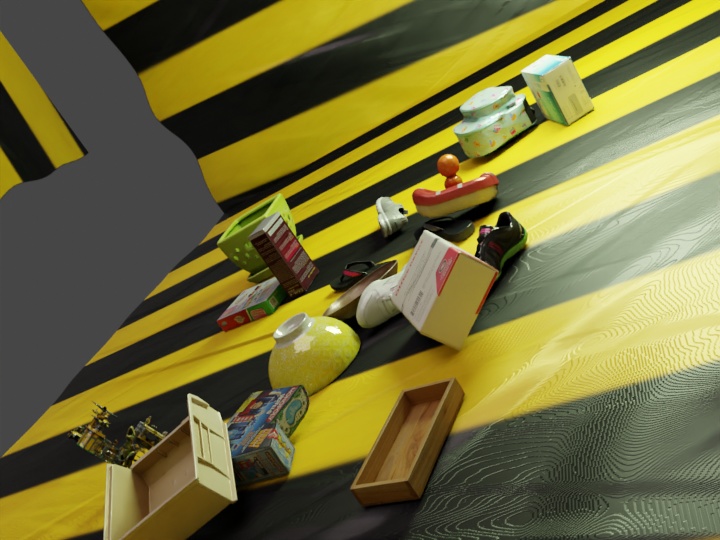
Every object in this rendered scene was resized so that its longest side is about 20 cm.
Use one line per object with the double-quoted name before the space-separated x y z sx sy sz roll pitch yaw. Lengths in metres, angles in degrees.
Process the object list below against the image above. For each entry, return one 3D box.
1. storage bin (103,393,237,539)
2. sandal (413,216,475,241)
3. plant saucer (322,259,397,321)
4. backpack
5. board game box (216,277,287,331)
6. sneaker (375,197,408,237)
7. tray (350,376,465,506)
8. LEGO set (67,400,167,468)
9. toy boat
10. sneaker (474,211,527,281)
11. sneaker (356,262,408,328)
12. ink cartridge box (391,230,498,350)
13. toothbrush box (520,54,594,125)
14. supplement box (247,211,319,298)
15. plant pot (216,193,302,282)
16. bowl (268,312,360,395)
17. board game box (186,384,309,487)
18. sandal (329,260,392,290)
"storage bin" -0.309 0.335 1.231 0.200 0.094 0.199 -41 35 12
"sandal" 0.187 -0.100 1.729 0.076 0.043 0.199 -41 18 -24
"plant saucer" 0.007 0.050 1.622 0.199 0.037 0.200 -36 6 4
"backpack" 0.351 -0.403 2.081 0.200 0.154 0.176 -42 23 -6
"board game box" -0.284 0.085 2.104 0.199 0.041 0.153 -22 21 36
"sneaker" 0.089 -0.144 2.020 0.081 0.075 0.201 -16 25 6
"tray" 0.069 0.233 1.053 0.098 0.037 0.200 -21 22 36
"LEGO set" -0.460 0.330 1.511 0.117 0.199 0.154 -58 11 -19
"toy boat" 0.210 -0.200 1.745 0.198 0.132 0.130 -17 1 20
"sneaker" 0.232 -0.037 1.403 0.076 0.084 0.200 -15 25 48
"sneaker" 0.076 0.042 1.494 0.199 0.075 0.099 -38 17 -12
"ink cartridge box" 0.137 0.028 1.305 0.146 0.084 0.200 -64 16 7
"toothbrush box" 0.505 -0.467 1.969 0.085 0.147 0.200 -31 18 7
"supplement box" -0.200 -0.041 2.015 0.060 0.201 0.109 -24 18 30
"plant pot" -0.295 -0.090 2.362 0.197 0.183 0.200 -27 18 20
"bowl" -0.109 0.149 1.491 0.199 0.108 0.201 -30 18 11
"board game box" -0.167 0.287 1.299 0.199 0.062 0.200 -15 26 45
"sandal" 0.000 0.000 1.801 0.199 0.045 0.075 -18 23 43
